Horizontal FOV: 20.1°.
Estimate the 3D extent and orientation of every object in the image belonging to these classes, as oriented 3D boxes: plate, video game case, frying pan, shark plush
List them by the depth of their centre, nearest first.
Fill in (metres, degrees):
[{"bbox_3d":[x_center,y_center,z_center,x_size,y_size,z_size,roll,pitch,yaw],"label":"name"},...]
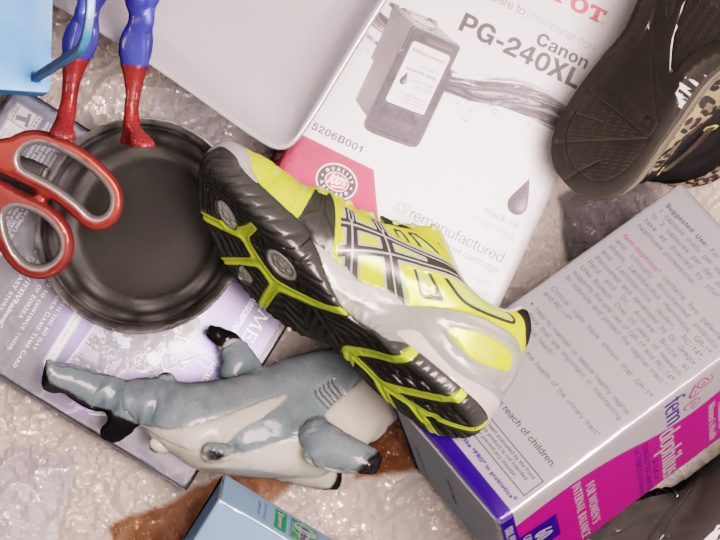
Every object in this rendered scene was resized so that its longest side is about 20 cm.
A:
[{"bbox_3d":[-0.063,-0.194,1.084,0.200,0.032,0.200,33,90,10],"label":"plate"},{"bbox_3d":[-0.155,-0.025,1.098,0.189,0.031,0.115,2,87,5],"label":"frying pan"},{"bbox_3d":[-0.073,0.070,1.116,0.199,0.091,0.084,4,77,-4],"label":"shark plush"},{"bbox_3d":[-0.145,0.010,1.131,0.200,0.019,0.143,32,85,-8],"label":"video game case"}]

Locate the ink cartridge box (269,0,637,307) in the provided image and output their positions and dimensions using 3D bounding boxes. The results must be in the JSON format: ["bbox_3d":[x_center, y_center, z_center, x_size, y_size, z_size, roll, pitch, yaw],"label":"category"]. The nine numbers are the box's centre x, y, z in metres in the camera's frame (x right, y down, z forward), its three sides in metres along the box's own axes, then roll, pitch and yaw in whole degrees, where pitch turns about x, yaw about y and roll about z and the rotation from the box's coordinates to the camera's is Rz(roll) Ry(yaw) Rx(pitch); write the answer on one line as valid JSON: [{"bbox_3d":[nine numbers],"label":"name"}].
[{"bbox_3d":[0.046,-0.094,1.127,0.145,0.083,0.201,25,87,-6],"label":"ink cartridge box"}]

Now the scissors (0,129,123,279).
[{"bbox_3d":[-0.218,-0.071,1.062,0.200,0.014,0.073,36,95,-6],"label":"scissors"}]

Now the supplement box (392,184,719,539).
[{"bbox_3d":[0.130,0.063,1.109,0.200,0.101,0.103,-36,61,-9],"label":"supplement box"}]

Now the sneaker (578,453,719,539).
[{"bbox_3d":[0.151,0.158,1.147,0.200,0.076,0.091,-43,87,-10],"label":"sneaker"}]

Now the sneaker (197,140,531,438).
[{"bbox_3d":[0.000,0.000,1.056,0.200,0.075,0.076,42,63,-1],"label":"sneaker"}]

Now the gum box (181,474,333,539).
[{"bbox_3d":[-0.035,0.236,1.108,0.200,0.045,0.170,32,101,-7],"label":"gum box"}]

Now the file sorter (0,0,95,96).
[{"bbox_3d":[-0.229,-0.165,0.955,0.199,0.123,0.139,2,86,-23],"label":"file sorter"}]

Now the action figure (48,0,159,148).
[{"bbox_3d":[-0.113,-0.161,1.013,0.065,0.099,0.201,5,96,-19],"label":"action figure"}]

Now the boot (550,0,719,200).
[{"bbox_3d":[0.198,-0.118,1.094,0.073,0.150,0.200,42,107,21],"label":"boot"}]
